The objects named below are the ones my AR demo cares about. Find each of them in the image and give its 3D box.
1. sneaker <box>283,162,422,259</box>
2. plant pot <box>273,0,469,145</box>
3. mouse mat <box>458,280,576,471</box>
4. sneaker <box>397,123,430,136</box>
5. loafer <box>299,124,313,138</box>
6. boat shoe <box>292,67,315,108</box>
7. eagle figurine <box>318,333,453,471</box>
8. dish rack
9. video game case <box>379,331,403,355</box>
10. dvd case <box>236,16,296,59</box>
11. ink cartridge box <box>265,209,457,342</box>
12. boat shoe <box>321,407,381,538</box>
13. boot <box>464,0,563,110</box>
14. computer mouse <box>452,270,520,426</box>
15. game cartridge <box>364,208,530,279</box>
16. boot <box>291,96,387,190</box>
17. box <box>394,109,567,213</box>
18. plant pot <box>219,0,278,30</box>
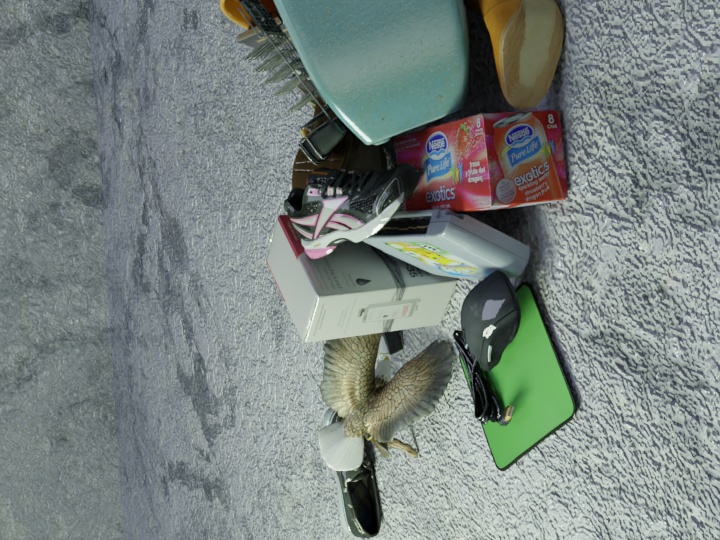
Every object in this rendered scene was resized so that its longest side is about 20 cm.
[{"bbox_3d":[-0.021,-0.079,1.209,0.199,0.081,0.087,-26,110,43],"label":"sneaker"},{"bbox_3d":[0.032,-0.252,1.186,0.196,0.193,0.203,-64,-46,-79],"label":"plant pot"},{"bbox_3d":[0.174,0.124,1.237,0.200,0.007,0.163,-54,48,55],"label":"mouse mat"},{"bbox_3d":[0.047,-0.260,1.310,0.147,0.075,0.205,-108,16,-47],"label":"sneaker"},{"bbox_3d":[-0.029,-0.128,1.528,0.202,0.071,0.073,68,149,28],"label":"loafer"},{"bbox_3d":[-0.044,-0.247,1.530,0.201,0.071,0.062,32,121,56],"label":"boat shoe"},{"bbox_3d":[0.021,0.154,1.416,0.202,0.149,0.153,108,152,-46],"label":"eagle figurine"},{"bbox_3d":[-0.082,-0.220,1.222,0.201,0.054,0.153,54,-171,-6],"label":"dish rack"},{"bbox_3d":[-0.020,0.020,1.546,0.180,0.025,0.203,-3,108,65],"label":"video game case"},{"bbox_3d":[-0.070,-0.310,1.483,0.199,0.146,0.016,5,83,64],"label":"dvd case"},{"bbox_3d":[0.000,0.000,1.353,0.148,0.197,0.084,61,144,37],"label":"ink cartridge box"},{"bbox_3d":[-0.007,0.299,1.609,0.056,0.068,0.204,-5,97,57],"label":"boat shoe"},{"bbox_3d":[0.148,-0.272,1.133,0.144,0.069,0.205,-157,66,-68],"label":"boot"},{"bbox_3d":[0.139,0.098,1.209,0.201,0.045,0.143,109,145,-63],"label":"computer mouse"},{"bbox_3d":[0.095,-0.027,1.222,0.199,0.132,0.041,1,74,61],"label":"game cartridge"},{"bbox_3d":[-0.021,-0.125,1.386,0.156,0.071,0.203,61,-147,-51],"label":"boot"},{"bbox_3d":[0.125,-0.112,1.172,0.199,0.098,0.098,178,86,-65],"label":"box"},{"bbox_3d":[-0.080,-0.427,1.447,0.199,0.197,0.187,-8,74,65],"label":"plant pot"}]
